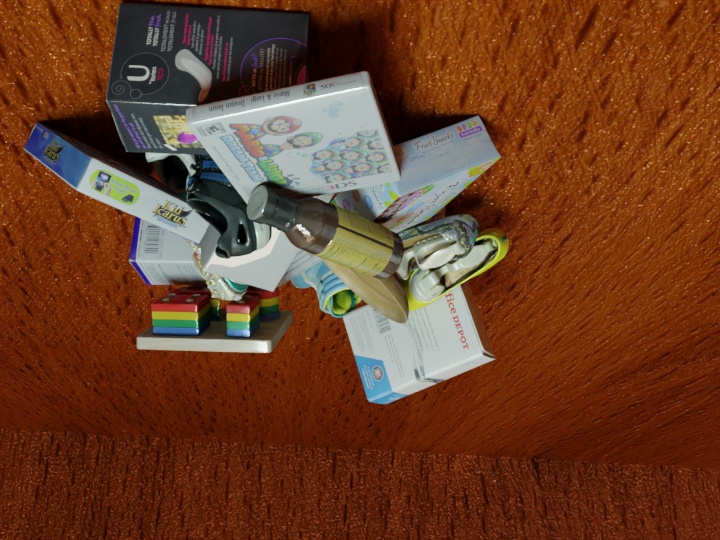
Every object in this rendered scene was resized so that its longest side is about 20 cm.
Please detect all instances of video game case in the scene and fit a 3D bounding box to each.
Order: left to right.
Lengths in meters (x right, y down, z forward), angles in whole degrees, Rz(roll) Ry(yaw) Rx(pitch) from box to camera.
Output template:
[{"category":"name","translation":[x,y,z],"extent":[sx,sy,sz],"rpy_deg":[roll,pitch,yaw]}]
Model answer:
[{"category":"video game case","translation":[-0.311,-0.114,1.096],"extent":[0.181,0.046,0.199],"rpy_deg":[27,-178,-43]},{"category":"video game case","translation":[-0.060,-0.128,0.887],"extent":[0.180,0.024,0.200],"rpy_deg":[-10,158,8]}]

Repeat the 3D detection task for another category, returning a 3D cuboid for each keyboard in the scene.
[{"category":"keyboard","translation":[-0.103,-0.024,1.409],"extent":[0.011,0.057,0.199],"rpy_deg":[-9,168,-37]}]

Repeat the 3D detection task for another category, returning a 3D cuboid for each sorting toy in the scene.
[{"category":"sorting toy","translation":[-0.217,0.065,1.315],"extent":[0.198,0.070,0.199],"rpy_deg":[1,-170,5]}]

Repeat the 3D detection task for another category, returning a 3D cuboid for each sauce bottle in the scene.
[{"category":"sauce bottle","translation":[-0.039,-0.047,0.983],"extent":[0.199,0.065,0.064],"rpy_deg":[23,149,-37]}]

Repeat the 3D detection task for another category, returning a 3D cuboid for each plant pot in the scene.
[{"category":"plant pot","translation":[0.000,0.000,1.245],"extent":[0.200,0.028,0.200],"rpy_deg":[41,169,10]}]

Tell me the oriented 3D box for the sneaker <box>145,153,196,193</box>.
[{"category":"sneaker","translation":[-0.223,-0.131,1.125],"extent":[0.073,0.089,0.200],"rpy_deg":[-10,156,24]}]

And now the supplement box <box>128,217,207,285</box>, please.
[{"category":"supplement box","translation":[-0.240,-0.040,1.320],"extent":[0.198,0.102,0.104],"rpy_deg":[1,158,3]}]

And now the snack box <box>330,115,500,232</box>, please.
[{"category":"snack box","translation":[0.057,-0.105,1.096],"extent":[0.168,0.068,0.200],"rpy_deg":[-23,172,-31]}]

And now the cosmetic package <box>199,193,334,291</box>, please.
[{"category":"cosmetic package","translation":[-0.124,-0.078,1.133],"extent":[0.112,0.082,0.200],"rpy_deg":[19,123,-29]}]

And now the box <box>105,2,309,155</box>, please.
[{"category":"box","translation":[-0.155,-0.198,0.908],"extent":[0.198,0.124,0.106],"rpy_deg":[3,159,-3]}]

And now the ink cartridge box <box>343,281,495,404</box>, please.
[{"category":"ink cartridge box","translation":[0.091,0.105,1.337],"extent":[0.199,0.148,0.086],"rpy_deg":[-24,160,17]}]

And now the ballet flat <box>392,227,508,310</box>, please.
[{"category":"ballet flat","translation":[0.127,-0.001,1.255],"extent":[0.199,0.067,0.067],"rpy_deg":[-30,-178,13]}]

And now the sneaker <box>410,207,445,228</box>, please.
[{"category":"sneaker","translation":[0.079,-0.041,1.327],"extent":[0.103,0.076,0.201],"rpy_deg":[-1,152,4]}]

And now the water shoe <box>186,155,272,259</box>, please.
[{"category":"water shoe","translation":[-0.177,-0.110,1.026],"extent":[0.078,0.201,0.072],"rpy_deg":[-22,164,-24]}]

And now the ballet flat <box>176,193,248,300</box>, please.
[{"category":"ballet flat","translation":[-0.228,-0.043,1.218],"extent":[0.064,0.202,0.075],"rpy_deg":[-20,-172,40]}]

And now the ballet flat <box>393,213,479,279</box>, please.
[{"category":"ballet flat","translation":[0.075,-0.025,1.217],"extent":[0.199,0.073,0.072],"rpy_deg":[-18,150,30]}]

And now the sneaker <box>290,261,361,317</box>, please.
[{"category":"sneaker","translation":[-0.063,0.025,1.421],"extent":[0.079,0.132,0.200],"rpy_deg":[13,155,-30]}]
